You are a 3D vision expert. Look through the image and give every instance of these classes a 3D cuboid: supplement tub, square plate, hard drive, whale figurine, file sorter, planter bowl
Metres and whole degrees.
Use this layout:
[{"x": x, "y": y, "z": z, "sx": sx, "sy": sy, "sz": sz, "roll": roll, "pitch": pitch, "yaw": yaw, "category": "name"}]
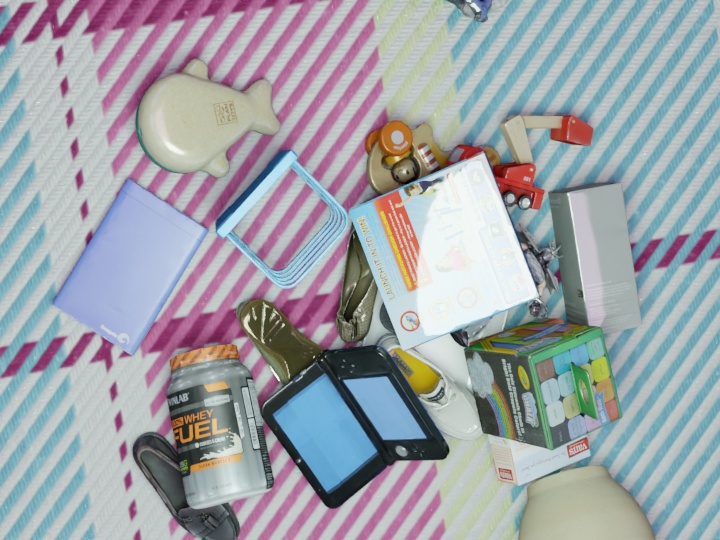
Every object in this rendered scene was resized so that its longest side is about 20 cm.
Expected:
[{"x": -0.192, "y": 0.209, "z": 1.551, "sx": 0.120, "sy": 0.123, "sz": 0.204, "roll": -13, "pitch": 79, "yaw": -4, "category": "supplement tub"}, {"x": 0.098, "y": 0.104, "z": 1.631, "sx": 0.194, "sy": 0.028, "sz": 0.204, "roll": 13, "pitch": 92, "yaw": -7, "category": "square plate"}, {"x": -0.315, "y": -0.005, "z": 1.586, "sx": 0.131, "sy": 0.025, "sz": 0.202, "roll": 32, "pitch": 90, "yaw": -7, "category": "hard drive"}, {"x": -0.210, "y": -0.203, "z": 1.560, "sx": 0.197, "sy": 0.103, "sz": 0.162, "roll": -17, "pitch": 95, "yaw": -29, "category": "whale figurine"}, {"x": -0.102, "y": -0.067, "z": 1.516, "sx": 0.123, "sy": 0.200, "sz": 0.139, "roll": 43, "pitch": 89, "yaw": -9, "category": "file sorter"}, {"x": 0.304, "y": 0.352, "z": 1.599, "sx": 0.196, "sy": 0.201, "sz": 0.137, "roll": -11, "pitch": 67, "yaw": -5, "category": "planter bowl"}]

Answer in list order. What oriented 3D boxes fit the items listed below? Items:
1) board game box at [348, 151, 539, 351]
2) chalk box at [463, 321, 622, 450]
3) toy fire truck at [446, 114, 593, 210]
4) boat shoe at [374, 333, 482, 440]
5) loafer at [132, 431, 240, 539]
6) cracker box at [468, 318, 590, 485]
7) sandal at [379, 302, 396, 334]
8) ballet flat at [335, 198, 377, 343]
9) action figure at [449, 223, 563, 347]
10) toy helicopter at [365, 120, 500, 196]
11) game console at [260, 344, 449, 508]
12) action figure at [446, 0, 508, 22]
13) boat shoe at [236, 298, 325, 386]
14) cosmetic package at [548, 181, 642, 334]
[{"x": 0.111, "y": -0.024, "z": 1.515, "sx": 0.193, "sy": 0.056, "sz": 0.203, "roll": -21, "pitch": 91, "yaw": 10, "category": "board game box"}, {"x": 0.244, "y": 0.145, "z": 1.471, "sx": 0.122, "sy": 0.199, "sz": 0.127, "roll": -18, "pitch": 99, "yaw": -27, "category": "chalk box"}, {"x": 0.215, "y": -0.159, "z": 1.587, "sx": 0.197, "sy": 0.049, "sz": 0.144, "roll": 13, "pitch": 94, "yaw": -24, "category": "toy fire truck"}, {"x": 0.100, "y": 0.166, "z": 1.583, "sx": 0.071, "sy": 0.070, "sz": 0.200, "roll": -44, "pitch": 101, "yaw": 0, "category": "boat shoe"}, {"x": -0.244, "y": 0.312, "z": 1.594, "sx": 0.072, "sy": 0.063, "sz": 0.201, "roll": -41, "pitch": 96, "yaw": -2, "category": "loafer"}, {"x": 0.237, "y": 0.181, "z": 1.613, "sx": 0.132, "sy": 0.057, "sz": 0.204, "roll": -15, "pitch": 95, "yaw": -28, "category": "cracker box"}, {"x": 0.095, "y": -0.002, "z": 1.587, "sx": 0.076, "sy": 0.043, "sz": 0.201, "roll": 41, "pitch": 100, "yaw": 37, "category": "sandal"}, {"x": 0.000, "y": 0.000, "z": 1.594, "sx": 0.066, "sy": 0.046, "sz": 0.204, "roll": 13, "pitch": 91, "yaw": 30, "category": "ballet flat"}, {"x": 0.201, "y": 0.022, "z": 1.592, "sx": 0.198, "sy": 0.069, "sz": 0.131, "roll": -34, "pitch": 91, "yaw": -9, "category": "action figure"}, {"x": 0.103, "y": -0.136, "z": 1.596, "sx": 0.196, "sy": 0.079, "sz": 0.135, "roll": -4, "pitch": 88, "yaw": -18, "category": "toy helicopter"}, {"x": -0.006, "y": 0.217, "z": 1.559, "sx": 0.201, "sy": 0.169, "sz": 0.119, "roll": 56, "pitch": 49, "yaw": -23, "category": "game console"}, {"x": 0.127, "y": -0.424, "z": 1.586, "sx": 0.191, "sy": 0.105, "sz": 0.203, "roll": 21, "pitch": 65, "yaw": -13, "category": "action figure"}, {"x": -0.097, "y": 0.121, "z": 1.605, "sx": 0.201, "sy": 0.063, "sz": 0.073, "roll": 46, "pitch": 77, "yaw": -13, "category": "boat shoe"}, {"x": 0.325, "y": -0.019, "z": 1.606, "sx": 0.088, "sy": 0.107, "sz": 0.204, "roll": -13, "pitch": 93, "yaw": -5, "category": "cosmetic package"}]
